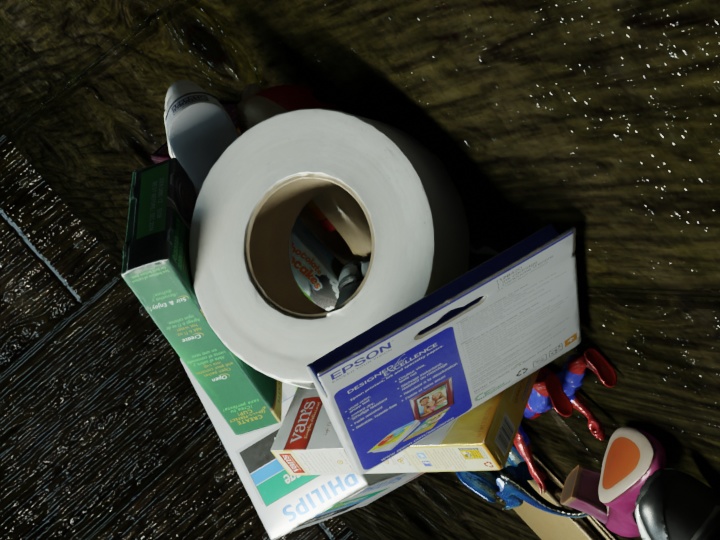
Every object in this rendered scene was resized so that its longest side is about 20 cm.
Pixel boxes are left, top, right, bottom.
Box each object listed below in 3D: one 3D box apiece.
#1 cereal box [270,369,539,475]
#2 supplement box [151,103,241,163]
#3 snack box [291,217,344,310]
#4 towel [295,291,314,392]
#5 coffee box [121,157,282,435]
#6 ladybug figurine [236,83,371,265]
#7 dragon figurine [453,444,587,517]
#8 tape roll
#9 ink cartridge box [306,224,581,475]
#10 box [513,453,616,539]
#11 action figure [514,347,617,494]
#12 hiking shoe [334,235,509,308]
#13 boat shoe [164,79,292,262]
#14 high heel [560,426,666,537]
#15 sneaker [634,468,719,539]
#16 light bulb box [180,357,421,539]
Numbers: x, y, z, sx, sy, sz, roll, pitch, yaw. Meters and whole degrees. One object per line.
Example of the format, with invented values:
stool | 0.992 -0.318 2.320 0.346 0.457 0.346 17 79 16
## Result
cereal box | 0.039 0.092 1.502 0.200 0.144 0.040 -6 135 33
supplement box | -0.110 -0.090 1.806 0.110 0.086 0.200 51 168 -17
snack box | 0.000 0.000 1.649 0.200 0.116 0.037 47 125 4
towel | -0.033 0.043 1.736 0.200 0.031 0.149 -27 -72 -72
coffee box | -0.119 0.022 1.509 0.123 0.044 0.200 -91 -23 -47
ladybug figurine | -0.022 -0.077 1.553 0.200 0.072 0.136 51 169 -20
dragon figurine | 0.126 0.187 1.840 0.200 0.059 0.099 36 179 23
tape roll | -0.024 -0.016 1.417 0.202 0.202 0.071 44 -165 19
ink cartridge box | 0.061 0.047 1.340 0.047 0.198 0.200 57 173 27
box | 0.210 0.263 1.972 0.164 0.021 0.200 46 169 8
action figure | 0.163 0.121 1.542 0.099 0.065 0.200 60 169 0
hiking shoe | 0.055 0.032 1.468 0.074 0.087 0.200 34 151 -31
boat shoe | -0.113 -0.065 1.573 0.200 0.072 0.066 64 179 -34
high heel | 0.234 0.174 1.551 0.096 0.068 0.200 19 166 -6
sneaker | 0.293 0.221 1.442 0.200 0.076 0.088 47 155 -16
light bulb box | -0.039 0.134 1.881 0.198 0.125 0.200 -7 -113 -62
